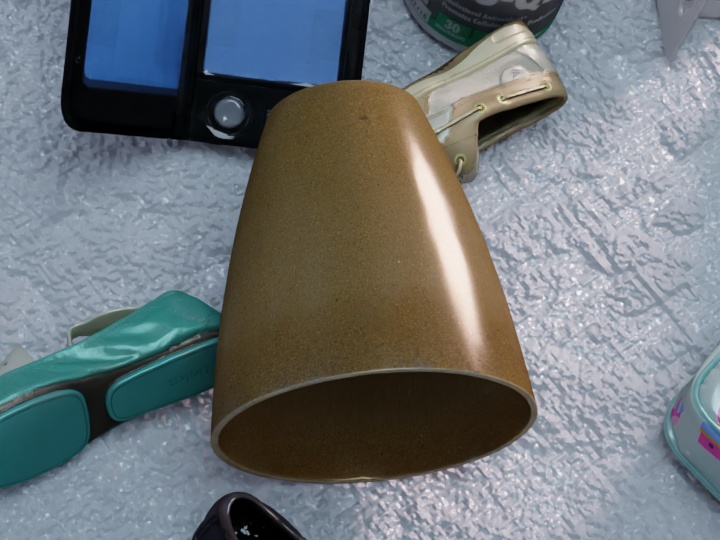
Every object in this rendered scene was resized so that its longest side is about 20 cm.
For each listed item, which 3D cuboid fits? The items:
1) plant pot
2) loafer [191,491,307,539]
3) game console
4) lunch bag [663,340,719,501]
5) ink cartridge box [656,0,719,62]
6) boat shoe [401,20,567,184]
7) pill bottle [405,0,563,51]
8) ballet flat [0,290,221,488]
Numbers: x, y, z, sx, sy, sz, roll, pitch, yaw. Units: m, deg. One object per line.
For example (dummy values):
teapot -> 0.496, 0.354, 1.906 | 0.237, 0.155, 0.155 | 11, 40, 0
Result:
plant pot -> 0.000, 0.000, 1.469 | 0.185, 0.187, 0.201 | 0, 66, -12
loafer -> -0.020, 0.206, 1.432 | 0.200, 0.063, 0.072 | 44, 62, 12
game console -> -0.080, -0.175, 1.543 | 0.175, 0.116, 0.201 | 7, 94, 0
lunch bag -> 0.293, 0.077, 1.566 | 0.160, 0.077, 0.200 | 43, 61, 13
ink cartridge box -> 0.240, -0.250, 1.708 | 0.066, 0.116, 0.201 | 1, 62, -13
boat shoe -> 0.051, -0.083, 1.599 | 0.200, 0.074, 0.066 | -37, 78, -22
pill bottle -> 0.098, -0.235, 1.618 | 0.112, 0.200, 0.114 | 5, 61, -9
ballet flat -> -0.167, 0.067, 1.483 | 0.199, 0.068, 0.070 | -24, 45, -23
